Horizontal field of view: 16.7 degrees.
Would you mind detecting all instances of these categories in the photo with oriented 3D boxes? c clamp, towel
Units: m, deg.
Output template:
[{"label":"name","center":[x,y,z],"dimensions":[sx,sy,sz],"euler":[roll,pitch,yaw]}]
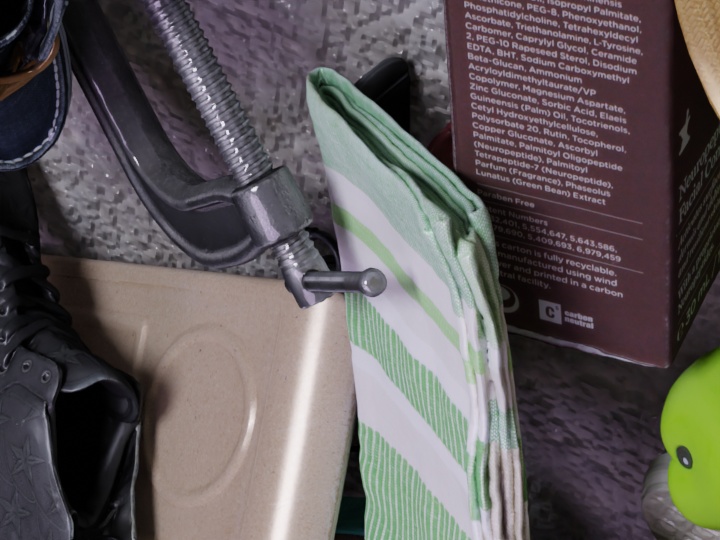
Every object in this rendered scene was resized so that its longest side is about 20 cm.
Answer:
[{"label":"c clamp","center":[-0.063,-0.073,0.805],"dimensions":[0.201,0.027,0.171],"euler":[61,160,-3]},{"label":"towel","center":[0.019,0.052,0.774],"dimensions":[0.153,0.023,0.201],"euler":[-132,31,-63]}]

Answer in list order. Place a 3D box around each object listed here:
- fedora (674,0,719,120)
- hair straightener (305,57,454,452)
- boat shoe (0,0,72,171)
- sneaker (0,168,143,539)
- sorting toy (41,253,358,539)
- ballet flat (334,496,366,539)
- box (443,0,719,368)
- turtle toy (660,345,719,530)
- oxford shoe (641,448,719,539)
[{"label":"fedora","center":[0.166,-0.061,0.618],"dimensions":[0.200,0.201,0.082],"euler":[29,163,8]},{"label":"hair straightener","center":[0.000,0.000,0.886],"dimensions":[0.077,0.041,0.201],"euler":[32,145,22]},{"label":"boat shoe","center":[-0.124,-0.073,0.770],"dimensions":[0.091,0.071,0.201],"euler":[49,170,31]},{"label":"sneaker","center":[-0.118,0.038,0.903],"dimensions":[0.104,0.201,0.060],"euler":[-6,168,40]},{"label":"sorting toy","center":[-0.083,0.091,0.919],"dimensions":[0.199,0.186,0.036],"euler":[6,174,44]},{"label":"ballet flat","center":[-0.009,0.103,0.950],"dimensions":[0.199,0.071,0.068],"euler":[1,140,22]},{"label":"box","center":[0.074,-0.082,0.704],"dimensions":[0.075,0.100,0.201],"euler":[14,135,23]},{"label":"turtle toy","center":[0.177,0.023,0.721],"dimensions":[0.200,0.101,0.146],"euler":[-26,111,40]},{"label":"oxford shoe","center":[0.160,0.110,0.859],"dimensions":[0.075,0.058,0.200],"euler":[4,143,39]}]
